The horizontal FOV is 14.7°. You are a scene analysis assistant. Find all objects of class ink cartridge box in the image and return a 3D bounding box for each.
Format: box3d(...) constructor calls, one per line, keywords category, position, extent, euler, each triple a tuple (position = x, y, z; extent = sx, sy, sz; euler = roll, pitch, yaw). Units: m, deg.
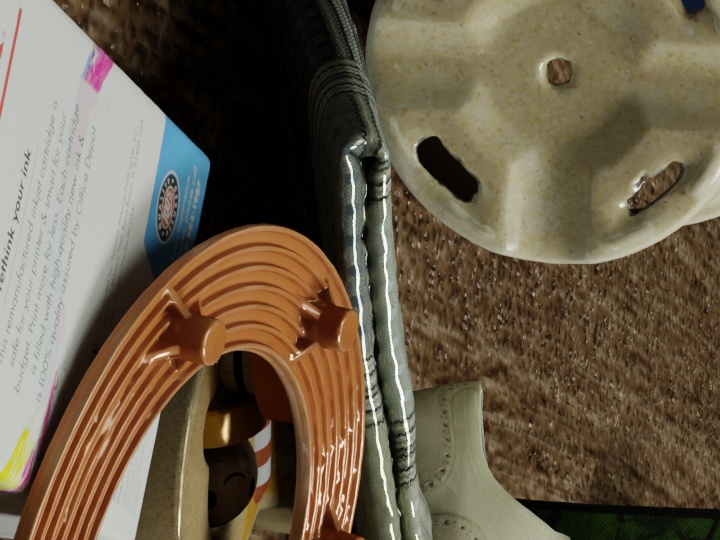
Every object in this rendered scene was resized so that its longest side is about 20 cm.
box3d(category="ink cartridge box", position=(-0.109, -0.009, 0.683), extent=(0.200, 0.068, 0.116), euler=(48, 50, -66))

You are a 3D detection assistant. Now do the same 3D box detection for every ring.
box3d(category="ring", position=(-0.042, 0.086, 0.766), extent=(0.200, 0.019, 0.201), euler=(-42, 139, -51))

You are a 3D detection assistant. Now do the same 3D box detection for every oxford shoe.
box3d(category="oxford shoe", position=(0.054, 0.132, 1.052), extent=(0.071, 0.074, 0.200), euler=(83, -17, -74))

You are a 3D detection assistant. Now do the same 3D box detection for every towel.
box3d(category="towel", position=(0.000, 0.000, 0.952), extent=(0.193, 0.034, 0.201), euler=(-108, -169, -60))

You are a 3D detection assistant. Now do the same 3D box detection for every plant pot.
box3d(category="plant pot", position=(0.085, -0.088, 1.009), extent=(0.184, 0.200, 0.201), euler=(-51, 142, -69))

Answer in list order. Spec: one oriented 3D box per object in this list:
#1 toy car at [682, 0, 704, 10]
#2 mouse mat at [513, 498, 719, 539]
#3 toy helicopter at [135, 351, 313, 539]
box3d(category="toy car", position=(0.176, -0.195, 1.401), extent=(0.150, 0.175, 0.201), euler=(-28, 129, -27))
box3d(category="mouse mat", position=(0.069, 0.169, 1.079), extent=(0.008, 0.200, 0.162), euler=(16, 77, -44))
box3d(category="toy helicopter", position=(-0.040, 0.071, 0.905), extent=(0.200, 0.079, 0.133), euler=(31, 62, -78))
